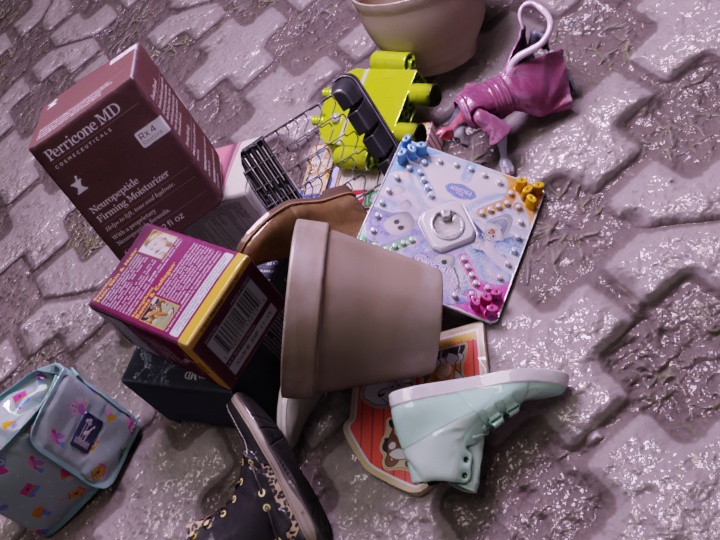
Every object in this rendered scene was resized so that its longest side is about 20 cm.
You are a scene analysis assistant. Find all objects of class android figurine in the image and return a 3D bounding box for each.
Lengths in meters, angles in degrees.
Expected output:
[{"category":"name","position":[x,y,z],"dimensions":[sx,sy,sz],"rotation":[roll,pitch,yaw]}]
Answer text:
[{"category":"android figurine","position":[0.016,-0.222,1.430],"dimensions":[0.197,0.041,0.185],"rotation":[12,74,38]}]

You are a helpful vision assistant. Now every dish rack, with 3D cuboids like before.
[{"category":"dish rack","position":[-0.054,-0.145,1.356],"dimensions":[0.198,0.155,0.055],"rotation":[-28,15,23]}]

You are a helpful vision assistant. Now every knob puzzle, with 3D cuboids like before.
[{"category":"knob puzzle","position":[0.063,0.160,1.180],"dimensions":[0.216,0.031,0.223],"rotation":[-18,48,21]}]

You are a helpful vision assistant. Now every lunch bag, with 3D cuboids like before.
[{"category":"lunch bag","position":[-0.406,0.226,1.341],"dimensions":[0.199,0.171,0.122],"rotation":[-39,42,4]}]

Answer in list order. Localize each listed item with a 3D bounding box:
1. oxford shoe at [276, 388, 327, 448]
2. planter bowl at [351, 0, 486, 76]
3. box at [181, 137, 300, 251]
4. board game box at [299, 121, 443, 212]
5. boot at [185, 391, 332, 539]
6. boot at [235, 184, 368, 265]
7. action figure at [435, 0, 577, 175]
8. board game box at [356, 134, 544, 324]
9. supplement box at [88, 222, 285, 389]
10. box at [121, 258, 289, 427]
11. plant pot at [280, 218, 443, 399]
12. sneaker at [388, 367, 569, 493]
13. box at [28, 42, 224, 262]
[{"category":"oxford shoe","position":[-0.056,0.124,1.264],"dimensions":[0.057,0.076,0.203],"rotation":[10,60,14]},{"category":"planter bowl","position":[0.098,-0.367,1.484],"dimensions":[0.196,0.136,0.202],"rotation":[-16,31,10]},{"category":"box","position":[-0.205,-0.094,1.494],"dimensions":[0.196,0.128,0.111],"rotation":[-10,49,26]},{"category":"board game box","position":[0.009,-0.120,1.428],"dimensions":[0.197,0.046,0.154],"rotation":[-7,52,30]},{"category":"boot","position":[-0.138,0.259,1.173],"dimensions":[0.150,0.073,0.202],"rotation":[-36,75,8]},{"category":"boot","position":[-0.064,-0.042,1.261],"dimensions":[0.198,0.074,0.076],"rotation":[-25,62,-36]},{"category":"action figure","position":[0.184,-0.225,1.332],"dimensions":[0.198,0.150,0.134],"rotation":[-29,49,-10]},{"category":"board game box","position":[0.107,-0.057,1.260],"dimensions":[0.197,0.026,0.203],"rotation":[20,65,10]},{"category":"supplement box","position":[-0.209,0.040,1.239],"dimensions":[0.198,0.104,0.132],"rotation":[18,66,40]},{"category":"box","position":[-0.173,0.090,1.334],"dimensions":[0.194,0.118,0.203],"rotation":[1,58,34]},{"category":"plant pot","position":[0.002,0.051,1.159],"dimensions":[0.170,0.202,0.203],"rotation":[5,52,-2]},{"category":"sneaker","position":[0.135,0.172,1.097],"dimensions":[0.196,0.074,0.121],"rotation":[-10,79,-5]},{"category":"box","position":[-0.300,-0.153,1.345],"dimensions":[0.164,0.201,0.165],"rotation":[-32,28,7]}]
